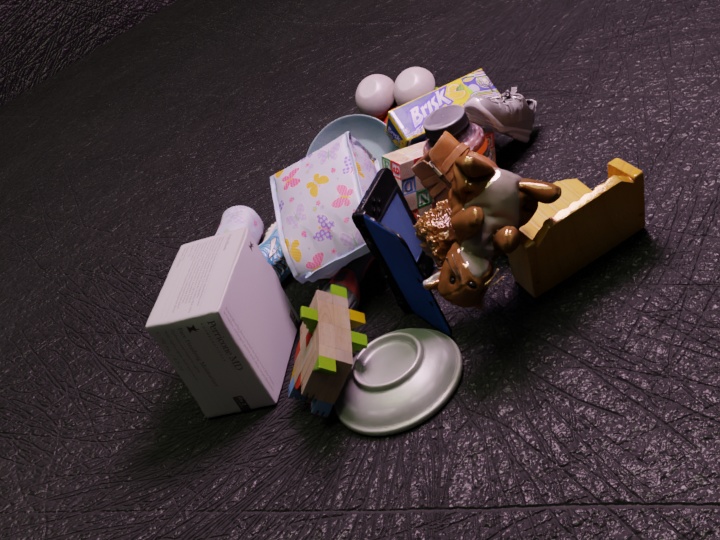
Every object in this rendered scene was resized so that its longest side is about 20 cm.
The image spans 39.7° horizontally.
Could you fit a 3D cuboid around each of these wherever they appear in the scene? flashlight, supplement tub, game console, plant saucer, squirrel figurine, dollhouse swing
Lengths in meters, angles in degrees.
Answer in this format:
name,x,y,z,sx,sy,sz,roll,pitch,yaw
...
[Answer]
name,x,y,z,sx,sy,sz,roll,pitch,yaw
flashlight,0.000,0.000,1.630,0.201,0.068,0.068,-54,5,-41
supplement tub,0.163,-0.160,1.594,0.105,0.202,0.108,-18,33,12
game console,0.083,-0.030,1.476,0.117,0.201,0.172,-2,43,34
plant saucer,-0.008,-0.177,1.796,0.198,0.039,0.205,-3,84,24
squirrel figurine,0.154,-0.045,1.359,0.200,0.139,0.190,-161,88,-74
dollhouse swing,0.285,-0.095,1.465,0.198,0.183,0.177,-31,53,-5
plant saucer,0.046,0.142,1.412,0.197,0.051,0.202,-19,35,13

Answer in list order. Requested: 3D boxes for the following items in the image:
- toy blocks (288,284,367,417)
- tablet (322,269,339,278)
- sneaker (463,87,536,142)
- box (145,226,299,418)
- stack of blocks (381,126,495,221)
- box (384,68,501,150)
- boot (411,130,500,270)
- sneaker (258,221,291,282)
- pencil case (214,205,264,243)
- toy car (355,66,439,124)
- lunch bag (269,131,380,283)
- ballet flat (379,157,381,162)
name,x,y,z,sx,sy,sz,roll,pitch,yaw
toy blocks,-0.061,0.132,1.441,0.098,0.138,0.201,16,31,-15
tablet,-0.029,-0.056,1.768,0.128,0.014,0.201,-4,41,32
sneaker,0.240,-0.280,1.707,0.074,0.199,0.083,27,102,30
box,-0.205,0.080,1.539,0.129,0.201,0.201,-14,35,20
stack of blocks,0.137,-0.161,1.693,0.198,0.117,0.058,-22,29,-25
box,0.143,-0.274,1.743,0.198,0.065,0.071,-27,69,-16
boot,0.135,-0.106,1.533,0.201,0.154,0.074,-50,3,32
sneaker,-0.143,-0.023,1.737,0.089,0.079,0.201,-10,37,36
pencil case,-0.241,-0.031,1.823,0.090,0.084,0.202,-18,34,25
toy car,0.087,-0.276,1.865,0.197,0.175,0.153,-4,69,31
lunch bag,-0.043,-0.088,1.600,0.168,0.127,0.202,-28,51,20
ballet flat,0.037,-0.178,1.834,0.197,0.074,0.074,-8,37,28
